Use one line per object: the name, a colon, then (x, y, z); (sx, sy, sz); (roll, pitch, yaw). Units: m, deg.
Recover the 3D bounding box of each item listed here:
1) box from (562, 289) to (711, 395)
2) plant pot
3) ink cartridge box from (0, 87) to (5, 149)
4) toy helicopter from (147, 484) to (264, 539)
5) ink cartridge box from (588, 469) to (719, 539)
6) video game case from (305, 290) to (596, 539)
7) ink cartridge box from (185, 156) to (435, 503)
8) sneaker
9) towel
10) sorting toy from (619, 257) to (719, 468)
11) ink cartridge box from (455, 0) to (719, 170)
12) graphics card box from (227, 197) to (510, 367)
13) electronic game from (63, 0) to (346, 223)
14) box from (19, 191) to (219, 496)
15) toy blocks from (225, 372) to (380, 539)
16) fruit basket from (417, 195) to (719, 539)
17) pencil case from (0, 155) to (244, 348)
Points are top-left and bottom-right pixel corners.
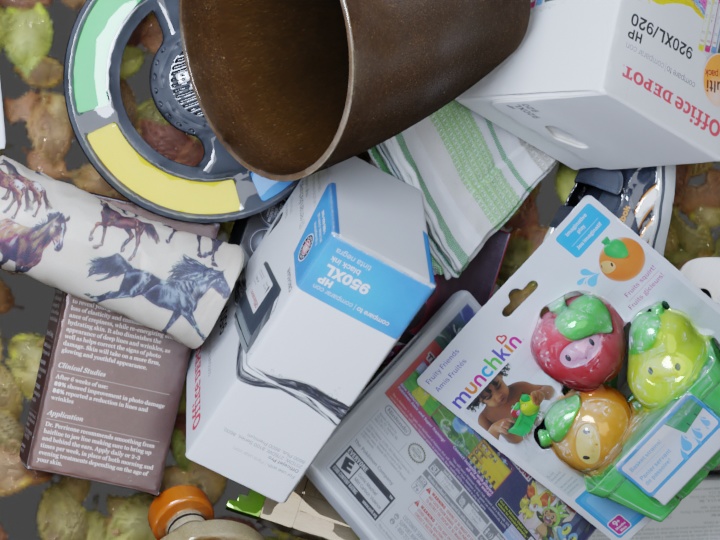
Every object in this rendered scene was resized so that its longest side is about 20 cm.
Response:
box: (0.234, 0.079, 1.741); (0.199, 0.036, 0.145); (-7, 120, -20)
plant pot: (0.012, -0.170, 1.556); (0.199, 0.187, 0.188); (-15, 96, -37)
ink cartridge box: (-0.313, -0.180, 1.621); (0.109, 0.050, 0.201); (-6, 94, -14)
toy helicopter: (-0.143, 0.258, 1.667); (0.200, 0.079, 0.132); (-42, 131, 8)
ink cartridge box: (0.208, 0.256, 1.773); (0.159, 0.047, 0.201); (-1, 95, -15)
video game case: (0.077, 0.148, 1.654); (0.182, 0.023, 0.200); (-46, 104, -24)
ink cartridge box: (-0.038, 0.036, 1.585); (0.084, 0.145, 0.200); (27, 113, -16)
sneaker: (0.186, -0.038, 1.739); (0.079, 0.078, 0.201); (4, 92, -20)
towel: (0.090, -0.110, 1.684); (0.200, 0.031, 0.150); (-46, 121, -31)
sorting toy: (0.292, 0.075, 1.698); (0.179, 0.107, 0.201); (21, 110, -10)
ink cartridge box: (0.184, -0.189, 1.661); (0.147, 0.144, 0.201); (24, 74, -41)
graphics card box: (0.000, 0.000, 1.707); (0.199, 0.051, 0.126); (19, 87, -13)
electronic game: (-0.108, -0.133, 1.617); (0.199, 0.042, 0.201); (0, 92, -10)
box: (-0.174, 0.051, 1.653); (0.100, 0.075, 0.201); (13, 90, -13)
toy blocks: (0.016, 0.141, 1.695); (0.199, 0.100, 0.137); (18, 78, -2)
fruit basket: (0.172, 0.076, 1.618); (0.200, 0.094, 0.185); (38, 105, -17)
pencil case: (-0.177, -0.012, 1.572); (0.199, 0.089, 0.078); (21, 95, -15)
